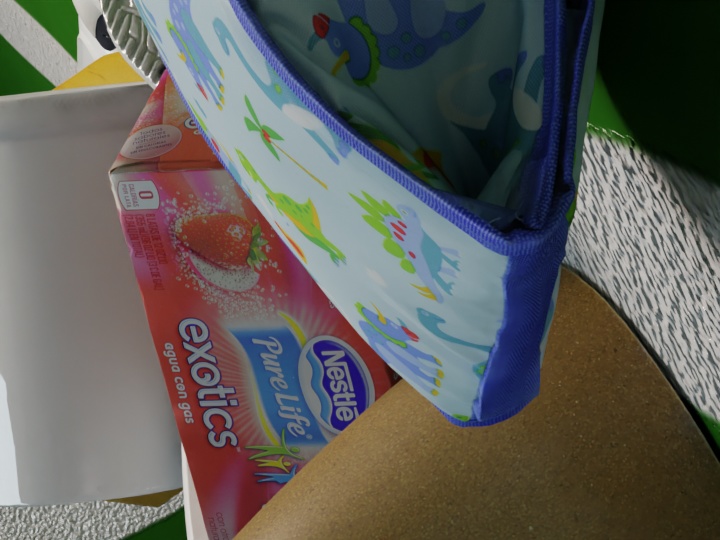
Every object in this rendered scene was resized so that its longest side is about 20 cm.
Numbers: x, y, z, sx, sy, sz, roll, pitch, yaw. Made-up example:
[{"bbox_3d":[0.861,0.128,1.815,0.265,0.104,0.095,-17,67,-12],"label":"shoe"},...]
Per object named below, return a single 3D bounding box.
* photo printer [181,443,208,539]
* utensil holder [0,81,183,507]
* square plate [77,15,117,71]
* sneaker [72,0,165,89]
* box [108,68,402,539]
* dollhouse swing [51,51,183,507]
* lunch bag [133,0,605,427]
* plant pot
[{"bbox_3d":[-0.042,0.167,1.346,0.167,0.069,0.200,-100,3,-49],"label":"photo printer"},{"bbox_3d":[-0.145,0.008,1.433,0.170,0.170,0.201,-164,68,-78],"label":"utensil holder"},{"bbox_3d":[-0.148,-0.093,1.950,0.198,0.028,0.200,62,172,4],"label":"square plate"},{"bbox_3d":[-0.091,-0.132,1.361,0.199,0.079,0.130,45,177,24],"label":"sneaker"},{"bbox_3d":[-0.022,0.015,1.133,0.103,0.094,0.200,-69,-28,-54],"label":"box"},{"bbox_3d":[-0.129,0.003,1.594,0.176,0.200,0.182,57,174,-26],"label":"dollhouse swing"},{"bbox_3d":[0.008,-0.067,0.799,0.170,0.127,0.200,89,161,-71],"label":"lunch bag"},{"bbox_3d":[0.029,0.126,1.036,0.187,0.200,0.186,60,172,14],"label":"plant pot"}]
